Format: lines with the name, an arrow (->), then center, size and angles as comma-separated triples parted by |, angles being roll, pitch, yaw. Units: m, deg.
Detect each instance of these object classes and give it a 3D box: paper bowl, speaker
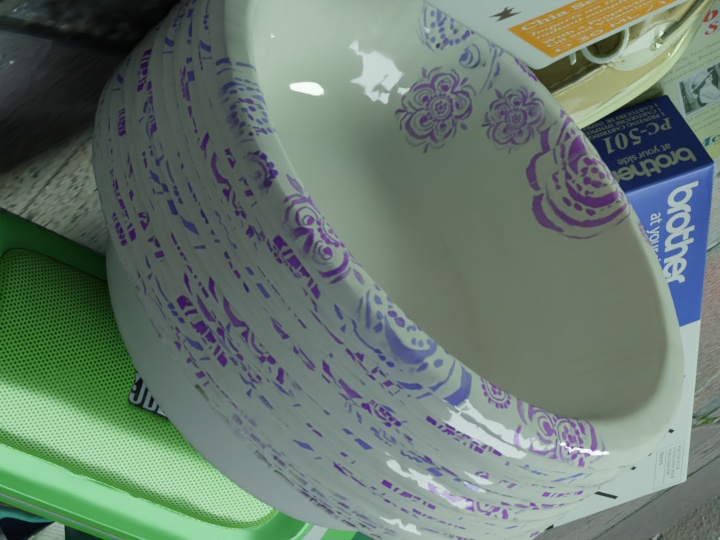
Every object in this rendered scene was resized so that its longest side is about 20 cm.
paper bowl -> 0.000, 0.000, 0.741 | 0.104, 0.201, 0.200 | -40, 162, 30
speaker -> -0.089, 0.039, 0.768 | 0.200, 0.089, 0.088 | 26, 128, -35

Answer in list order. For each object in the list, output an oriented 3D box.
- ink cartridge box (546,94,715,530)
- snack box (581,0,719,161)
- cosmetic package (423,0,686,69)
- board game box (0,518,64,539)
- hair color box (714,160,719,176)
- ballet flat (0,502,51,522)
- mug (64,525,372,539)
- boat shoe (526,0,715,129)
ink cartridge box -> 0.087, 0.026, 0.946 | 0.094, 0.044, 0.200 | -18, 139, -12
snack box -> 0.071, -0.060, 0.911 | 0.199, 0.037, 0.116 | -26, 146, -1
cosmetic package -> 0.056, -0.123, 0.673 | 0.101, 0.072, 0.200 | -23, 168, 17
board game box -> -0.098, 0.101, 1.203 | 0.135, 0.035, 0.200 | -32, 165, 4
hair color box -> 0.065, -0.025, 1.060 | 0.199, 0.061, 0.102 | -24, 165, -23
ballet flat -> -0.165, 0.074, 0.957 | 0.070, 0.068, 0.200 | -7, 178, 29
mug -> -0.033, 0.078, 0.942 | 0.185, 0.114, 0.152 | -42, -167, 3
boat shoe -> 0.107, -0.122, 0.819 | 0.200, 0.073, 0.063 | -35, 158, 5
